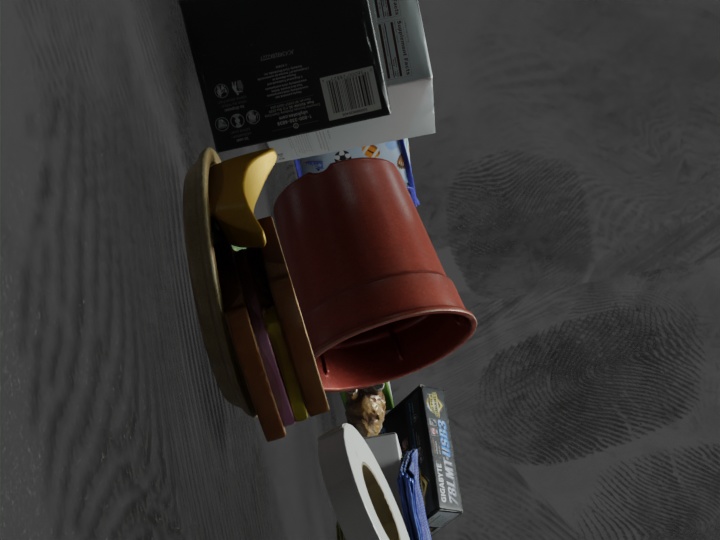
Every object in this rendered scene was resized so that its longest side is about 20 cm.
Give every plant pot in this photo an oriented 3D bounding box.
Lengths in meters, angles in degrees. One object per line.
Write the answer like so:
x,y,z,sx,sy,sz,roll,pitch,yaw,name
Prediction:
0.000,0.000,1.431,0.201,0.198,0.198,74,-2,-69,plant pot

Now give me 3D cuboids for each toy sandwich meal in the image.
-0.069,0.008,0.912,0.205,0.069,0.208,-10,90,-88,toy sandwich meal

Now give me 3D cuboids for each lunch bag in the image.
-0.010,-0.159,1.905,0.125,0.167,0.202,-93,173,-52,lunch bag

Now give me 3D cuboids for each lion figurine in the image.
-0.013,0.130,1.806,0.123,0.071,0.203,97,-20,-72,lion figurine

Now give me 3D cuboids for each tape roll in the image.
0.009,0.272,1.509,0.205,0.037,0.203,63,7,-14,tape roll

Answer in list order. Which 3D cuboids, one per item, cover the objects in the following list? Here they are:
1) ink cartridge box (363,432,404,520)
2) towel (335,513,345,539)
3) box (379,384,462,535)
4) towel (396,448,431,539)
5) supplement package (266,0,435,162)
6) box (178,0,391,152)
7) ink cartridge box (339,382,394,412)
0.031,0.329,1.808,0.201,0.083,0.147,75,6,-58,ink cartridge box
0.005,0.382,1.538,0.149,0.036,0.202,-96,175,-55,towel
0.068,0.305,1.989,0.198,0.049,0.202,-44,-137,43,box
0.075,0.312,1.710,0.200,0.023,0.147,-17,96,-84,towel
-0.024,-0.234,1.515,0.191,0.197,0.149,72,8,-77,supplement package
-0.059,-0.197,1.107,0.200,0.146,0.126,-96,174,-68,box
-0.007,0.098,2.033,0.149,0.075,0.202,76,4,-56,ink cartridge box
